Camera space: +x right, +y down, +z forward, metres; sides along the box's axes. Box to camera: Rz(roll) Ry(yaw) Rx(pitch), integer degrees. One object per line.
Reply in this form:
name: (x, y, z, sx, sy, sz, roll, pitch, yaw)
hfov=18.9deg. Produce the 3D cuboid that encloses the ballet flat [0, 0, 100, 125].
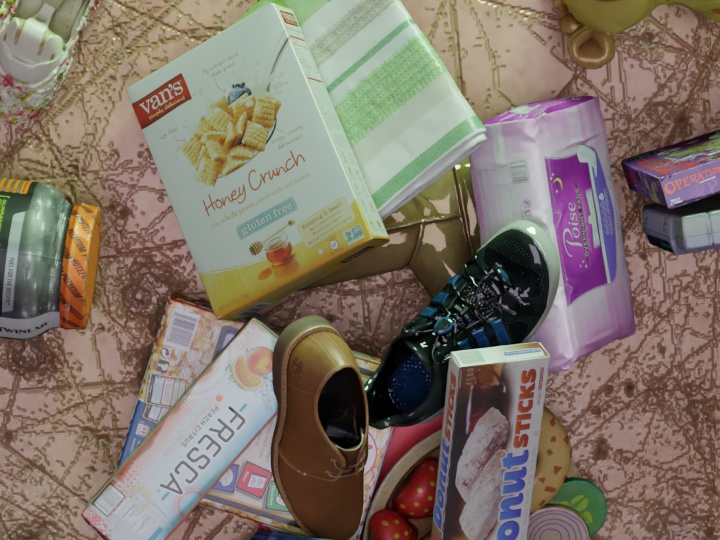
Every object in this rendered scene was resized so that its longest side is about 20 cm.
ballet flat: (-0.238, -0.203, 1.646, 0.076, 0.064, 0.200, 25, 97, -5)

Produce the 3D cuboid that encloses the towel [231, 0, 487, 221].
towel: (-0.008, -0.137, 1.630, 0.149, 0.031, 0.200, -37, 74, 21)

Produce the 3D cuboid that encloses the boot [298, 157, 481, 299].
boot: (0.000, 0.000, 1.681, 0.200, 0.066, 0.175, -9, 85, -1)

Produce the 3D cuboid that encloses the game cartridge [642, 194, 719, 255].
game cartridge: (0.283, -0.040, 1.611, 0.130, 0.200, 0.038, -14, 94, 1)

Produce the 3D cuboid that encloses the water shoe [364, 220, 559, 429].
water shoe: (0.073, 0.049, 1.589, 0.072, 0.079, 0.200, 45, 119, 16)

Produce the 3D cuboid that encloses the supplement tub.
supplement tub: (-0.302, -0.013, 1.641, 0.200, 0.123, 0.123, 7, 97, -2)

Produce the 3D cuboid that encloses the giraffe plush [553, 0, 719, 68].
giraffe plush: (0.217, -0.242, 1.618, 0.162, 0.173, 0.200, -12, 134, 10)

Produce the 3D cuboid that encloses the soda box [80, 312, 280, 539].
soda box: (-0.122, 0.127, 1.633, 0.064, 0.068, 0.200, 42, 92, -3)

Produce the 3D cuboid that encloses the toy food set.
toy food set: (0.099, 0.212, 1.694, 0.200, 0.049, 0.198, -33, 109, -11)

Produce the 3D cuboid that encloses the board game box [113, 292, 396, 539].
board game box: (-0.076, 0.119, 1.691, 0.200, 0.046, 0.152, 18, 93, 0)

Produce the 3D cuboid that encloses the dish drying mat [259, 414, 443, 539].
dish drying mat: (0.017, 0.167, 1.724, 0.200, 0.018, 0.077, -37, 95, 4)

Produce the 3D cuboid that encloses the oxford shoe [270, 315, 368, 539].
oxford shoe: (-0.023, 0.134, 1.597, 0.071, 0.071, 0.200, -23, 129, -21)

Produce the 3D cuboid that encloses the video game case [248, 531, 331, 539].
video game case: (0.004, 0.275, 1.638, 0.181, 0.200, 0.045, 46, 72, -13)

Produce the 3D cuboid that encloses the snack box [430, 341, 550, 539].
snack box: (0.094, 0.147, 1.610, 0.072, 0.024, 0.200, -6, 121, -18)

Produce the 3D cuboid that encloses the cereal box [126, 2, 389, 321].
cereal box: (-0.080, -0.081, 1.625, 0.144, 0.040, 0.200, -28, 77, 21)

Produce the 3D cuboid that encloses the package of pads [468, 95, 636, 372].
package of pads: (0.145, -0.028, 1.646, 0.076, 0.120, 0.200, -4, 100, 33)

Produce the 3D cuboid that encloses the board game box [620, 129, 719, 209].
board game box: (0.266, -0.082, 1.605, 0.120, 0.200, 0.032, -22, 96, 1)
